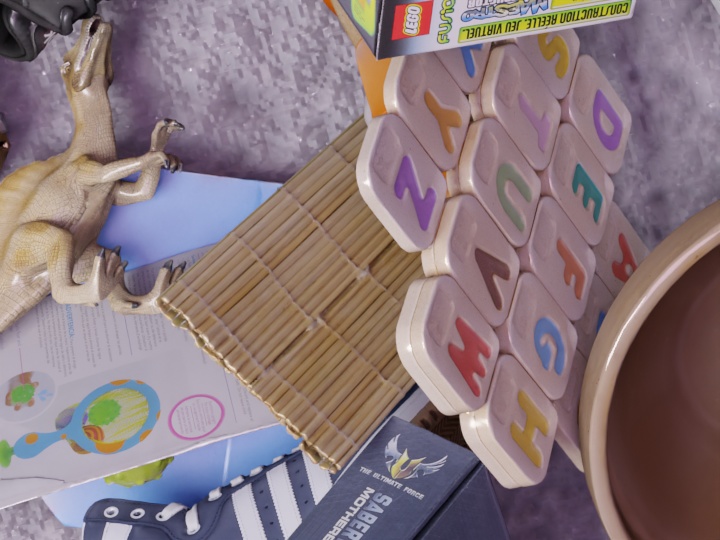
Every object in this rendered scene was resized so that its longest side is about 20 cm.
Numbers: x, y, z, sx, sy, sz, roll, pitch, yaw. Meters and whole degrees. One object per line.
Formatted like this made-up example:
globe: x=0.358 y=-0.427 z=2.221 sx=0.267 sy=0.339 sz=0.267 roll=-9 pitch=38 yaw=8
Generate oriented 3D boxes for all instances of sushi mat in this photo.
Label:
sushi mat: x=0.000 y=0.000 z=1.003 sx=0.096 sy=0.200 sz=0.012 roll=46 pitch=130 yaw=-1

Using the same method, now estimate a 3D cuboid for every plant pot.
plant pot: x=0.182 y=0.045 z=1.006 sx=0.200 sy=0.093 sz=0.202 roll=-2 pitch=111 yaw=-6

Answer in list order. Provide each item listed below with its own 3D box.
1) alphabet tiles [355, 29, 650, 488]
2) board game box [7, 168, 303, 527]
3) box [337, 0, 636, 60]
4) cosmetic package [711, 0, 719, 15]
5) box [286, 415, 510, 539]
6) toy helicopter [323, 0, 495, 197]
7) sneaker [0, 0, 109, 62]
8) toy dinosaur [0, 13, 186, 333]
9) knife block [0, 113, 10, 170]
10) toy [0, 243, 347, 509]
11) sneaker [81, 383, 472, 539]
alphabet tiles: x=0.065 y=-0.019 z=0.978 sx=0.015 sy=0.200 sz=0.196 roll=-10 pitch=136 yaw=32
board game box: x=-0.054 y=0.039 z=1.074 sx=0.199 sy=0.039 sz=0.159 roll=7 pitch=93 yaw=-2
box: x=0.019 y=-0.162 z=0.972 sx=0.110 sy=0.200 sz=0.035 roll=-11 pitch=134 yaw=-20
cosmetic package: x=0.199 y=-0.138 z=1.029 sx=0.113 sy=0.081 sz=0.200 roll=-34 pitch=92 yaw=3
box: x=0.007 y=0.180 z=0.988 sx=0.051 sy=0.200 sz=0.158 roll=23 pitch=58 yaw=33
toy helicopter: x=0.044 y=-0.066 z=1.022 sx=0.079 sy=0.132 sz=0.200 roll=-25 pitch=109 yaw=27
sneaker: x=-0.119 y=-0.137 z=1.021 sx=0.200 sy=0.071 sz=0.098 roll=-8 pitch=90 yaw=-24
toy dinosaur: x=-0.127 y=-0.007 z=1.024 sx=0.101 sy=0.058 sz=0.200 roll=15 pitch=69 yaw=35
knife block: x=-0.267 y=-0.099 z=1.056 sx=0.175 sy=0.064 sz=0.201 roll=-23 pitch=94 yaw=4
toy: x=-0.108 y=0.056 z=1.018 sx=0.199 sy=0.115 sz=0.047 roll=-14 pitch=133 yaw=-2
sneaker: x=-0.039 y=0.102 z=1.022 sx=0.108 sy=0.070 sz=0.200 roll=24 pitch=63 yaw=33
